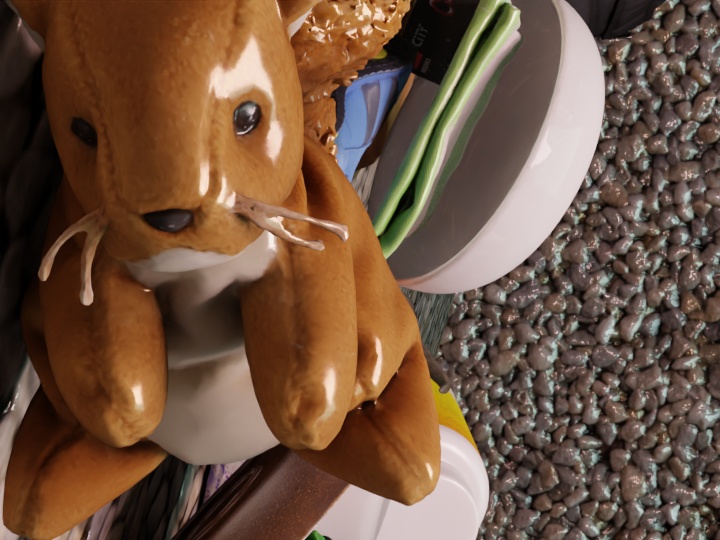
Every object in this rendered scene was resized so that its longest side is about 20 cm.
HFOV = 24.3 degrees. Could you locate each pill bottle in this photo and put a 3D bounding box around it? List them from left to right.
[{"bbox_3d":[0.033,0.144,1.230,0.200,0.109,0.110,-111,-146,-71],"label":"pill bottle"}]

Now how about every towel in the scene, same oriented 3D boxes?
[{"bbox_3d":[0.048,-0.075,0.888,0.200,0.031,0.150,-55,171,-83],"label":"towel"}]

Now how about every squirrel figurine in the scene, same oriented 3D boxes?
[{"bbox_3d":[-0.049,-0.039,0.507,0.187,0.140,0.201,80,12,-53],"label":"squirrel figurine"}]

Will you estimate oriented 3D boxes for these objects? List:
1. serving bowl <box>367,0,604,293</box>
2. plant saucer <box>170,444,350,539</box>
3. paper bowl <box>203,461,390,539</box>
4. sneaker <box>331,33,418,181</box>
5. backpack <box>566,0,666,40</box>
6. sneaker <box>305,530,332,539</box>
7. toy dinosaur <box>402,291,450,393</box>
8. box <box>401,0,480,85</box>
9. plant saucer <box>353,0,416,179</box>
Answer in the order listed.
[{"bbox_3d":[0.085,-0.072,1.016,0.200,0.066,0.201,-47,-151,36],"label":"serving bowl"},{"bbox_3d":[-0.059,0.126,0.826,0.200,0.032,0.200,-46,-177,3],"label":"plant saucer"},{"bbox_3d":[-0.024,0.106,1.070,0.201,0.104,0.202,16,90,-84],"label":"paper bowl"},{"bbox_3d":[-0.026,-0.067,0.793,0.200,0.066,0.079,-57,166,-61],"label":"sneaker"},{"bbox_3d":[0.136,-0.234,1.168,0.200,0.175,0.154,93,-25,-85],"label":"backpack"},{"bbox_3d":[-0.020,0.191,0.969,0.200,0.077,0.086,53,29,-72],"label":"sneaker"},{"bbox_3d":[0.011,0.044,1.193,0.200,0.076,0.103,-121,-155,-74],"label":"toy dinosaur"},{"bbox_3d":[0.080,-0.222,0.966,0.200,0.037,0.137,115,-3,-49],"label":"box"},{"bbox_3d":[0.019,-0.154,1.085,0.200,0.032,0.202,18,90,-83],"label":"plant saucer"}]
